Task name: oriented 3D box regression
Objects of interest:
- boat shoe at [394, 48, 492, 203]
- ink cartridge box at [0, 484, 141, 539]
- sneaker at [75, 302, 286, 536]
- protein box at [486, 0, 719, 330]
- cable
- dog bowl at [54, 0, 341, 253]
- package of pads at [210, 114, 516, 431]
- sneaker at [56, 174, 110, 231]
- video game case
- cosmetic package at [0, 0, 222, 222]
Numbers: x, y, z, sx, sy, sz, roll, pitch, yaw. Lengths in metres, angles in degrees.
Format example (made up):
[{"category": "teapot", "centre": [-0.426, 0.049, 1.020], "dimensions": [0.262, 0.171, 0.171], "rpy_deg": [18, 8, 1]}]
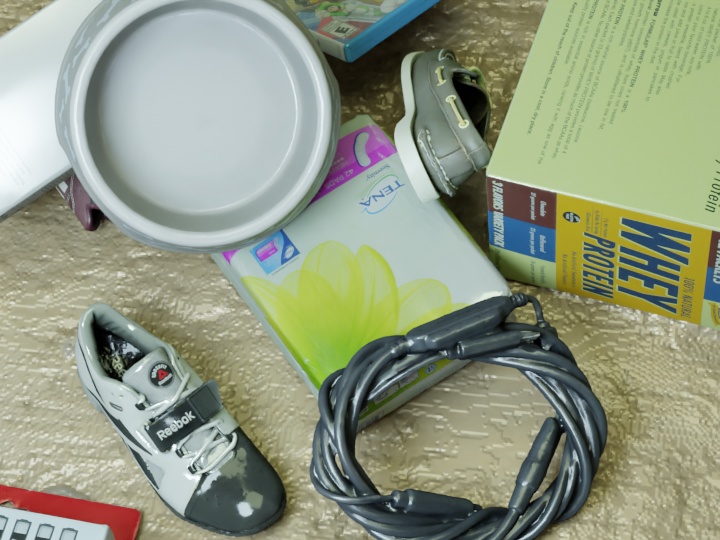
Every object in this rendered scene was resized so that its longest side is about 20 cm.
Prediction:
[{"category": "boat shoe", "centre": [0.065, -0.112, 1.560], "dimensions": [0.060, 0.072, 0.202], "rpy_deg": [-22, 23, 14]}, {"category": "ink cartridge box", "centre": [-0.264, 0.205, 1.441], "dimensions": [0.200, 0.084, 0.176], "rpy_deg": [9, 61, 10]}, {"category": "sneaker", "centre": [-0.131, 0.100, 1.490], "dimensions": [0.074, 0.089, 0.200], "rpy_deg": [-41, 66, -19]}, {"category": "protein box", "centre": [0.212, -0.087, 1.538], "dimensions": [0.200, 0.135, 0.199], "rpy_deg": [14, 62, 13]}, {"category": "cable", "centre": [0.062, 0.114, 1.455], "dimensions": [0.200, 0.051, 0.163], "rpy_deg": [-23, 94, -14]}, {"category": "dog bowl", "centre": [-0.109, -0.106, 1.482], "dimensions": [0.200, 0.059, 0.200], "rpy_deg": [-1, 97, -7]}, {"category": "package of pads", "centre": [0.000, 0.000, 1.546], "dimensions": [0.154, 0.068, 0.200], "rpy_deg": [-31, 63, -11]}, {"category": "sneaker", "centre": [-0.133, -0.091, 1.614], "dimensions": [0.200, 0.076, 0.116], "rpy_deg": [-30, 67, -1]}, {"category": "video game case", "centre": [-0.029, -0.227, 1.658], "dimensions": [0.200, 0.018, 0.143], "rpy_deg": [27, 53, 38]}, {"category": "cosmetic package", "centre": [-0.207, -0.129, 1.542], "dimensions": [0.200, 0.085, 0.108], "rpy_deg": [-33, 93, -2]}]
